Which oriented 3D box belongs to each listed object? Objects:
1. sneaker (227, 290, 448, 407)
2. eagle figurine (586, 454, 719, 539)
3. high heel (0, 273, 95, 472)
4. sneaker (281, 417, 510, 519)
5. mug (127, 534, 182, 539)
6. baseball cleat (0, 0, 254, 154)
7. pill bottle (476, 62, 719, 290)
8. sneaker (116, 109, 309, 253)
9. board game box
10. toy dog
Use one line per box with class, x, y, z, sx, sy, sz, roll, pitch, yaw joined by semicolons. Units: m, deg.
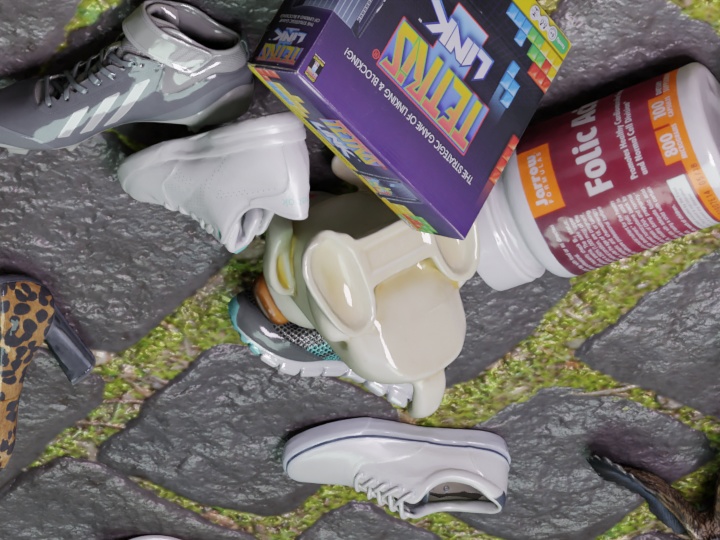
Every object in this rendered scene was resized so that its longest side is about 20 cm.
sneaker;-0.008;0.040;1.810;0.199;0.078;0.091;16;122;-25
eagle figurine;0.302;0.215;1.999;0.151;0.151;0.201;-30;112;-26
high heel;-0.312;0.093;1.802;0.200;0.071;0.143;-43;142;-10
sneaker;0.032;0.174;1.958;0.198;0.071;0.073;0;140;-2
mug;-0.182;0.357;2.132;0.176;0.134;0.200;10;142;-11
baseball cleat;-0.175;-0.140;1.589;0.199;0.070;0.107;-9;135;-6
pill bottle;0.173;-0.063;1.644;0.199;0.115;0.114;-21;137;22
sneaker;-0.105;-0.054;1.618;0.075;0.089;0.199;-16;-177;-36
board game box;0.037;-0.143;1.506;0.057;0.166;0.200;12;157;45
toy dog;0.000;0.000;1.676;0.139;0.200;0.195;-36;115;-16
